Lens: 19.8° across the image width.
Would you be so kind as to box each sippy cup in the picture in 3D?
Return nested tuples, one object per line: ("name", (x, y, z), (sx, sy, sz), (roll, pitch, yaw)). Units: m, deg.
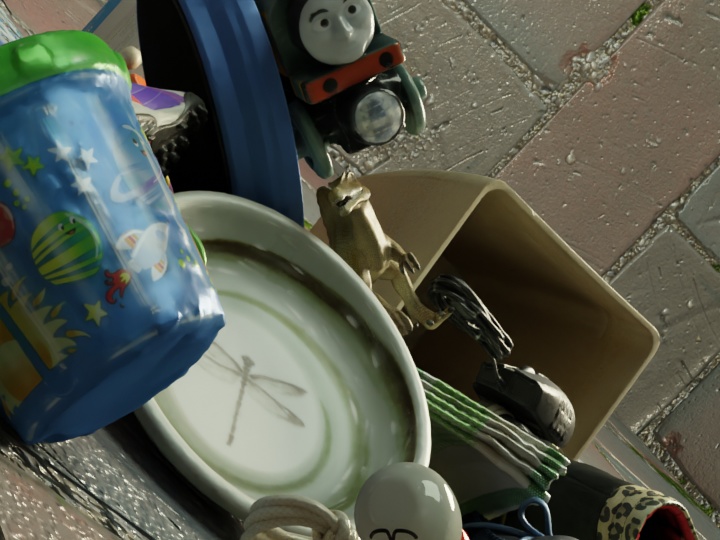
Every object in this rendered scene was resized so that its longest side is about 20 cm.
("sippy cup", (-0.127, -0.005, 0.840), (0.131, 0.177, 0.140), (56, -34, 13))

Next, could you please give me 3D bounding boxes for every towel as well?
("towel", (0.005, 0.085, 1.176), (0.199, 0.031, 0.149), (31, -25, -10))

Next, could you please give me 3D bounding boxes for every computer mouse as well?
("computer mouse", (0.088, 0.053, 1.247), (0.058, 0.034, 0.200), (28, -17, 33))

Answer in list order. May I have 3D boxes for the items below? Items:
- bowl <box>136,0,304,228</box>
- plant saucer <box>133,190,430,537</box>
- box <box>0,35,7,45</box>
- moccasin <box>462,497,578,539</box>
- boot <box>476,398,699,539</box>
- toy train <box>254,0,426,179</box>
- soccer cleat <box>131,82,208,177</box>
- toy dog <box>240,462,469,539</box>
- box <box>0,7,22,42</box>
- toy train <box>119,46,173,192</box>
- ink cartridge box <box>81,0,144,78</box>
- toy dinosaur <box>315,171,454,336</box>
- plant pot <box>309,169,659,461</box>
("bowl", (-0.083, -0.087, 1.169), (0.201, 0.039, 0.202), (165, -90, -75))
("plant saucer", (-0.055, 0.055, 1.032), (0.199, 0.050, 0.201), (28, 40, -26))
("box", (-0.244, -0.122, 1.203), (0.122, 0.048, 0.200), (47, 6, 16))
("moccasin", (0.106, 0.176, 1.106), (0.080, 0.068, 0.200), (38, 3, -27))
("boot", (0.139, 0.179, 1.276), (0.153, 0.073, 0.204), (24, -31, 40))
("toy train", (-0.030, -0.125, 1.153), (0.114, 0.085, 0.200), (67, -10, -21))
("soccer cleat", (-0.130, -0.074, 1.029), (0.073, 0.068, 0.200), (36, 9, 5))
("toy dog", (0.041, 0.170, 0.912), (0.200, 0.131, 0.097), (35, 48, -37))
("box", (-0.290, -0.187, 1.401), (0.137, 0.040, 0.200), (41, 6, -44))
("toy train", (-0.147, -0.064, 1.290), (0.200, 0.055, 0.151), (-64, 133, -86))
("ink cartridge box", (-0.149, -0.135, 1.601), (0.128, 0.125, 0.200), (42, 6, -23))
("toy dinosaur", (0.000, 0.000, 1.172), (0.101, 0.058, 0.200), (56, -20, 9))
("plant pot", (0.039, 0.046, 1.380), (0.200, 0.200, 0.177), (41, -6, -37))
